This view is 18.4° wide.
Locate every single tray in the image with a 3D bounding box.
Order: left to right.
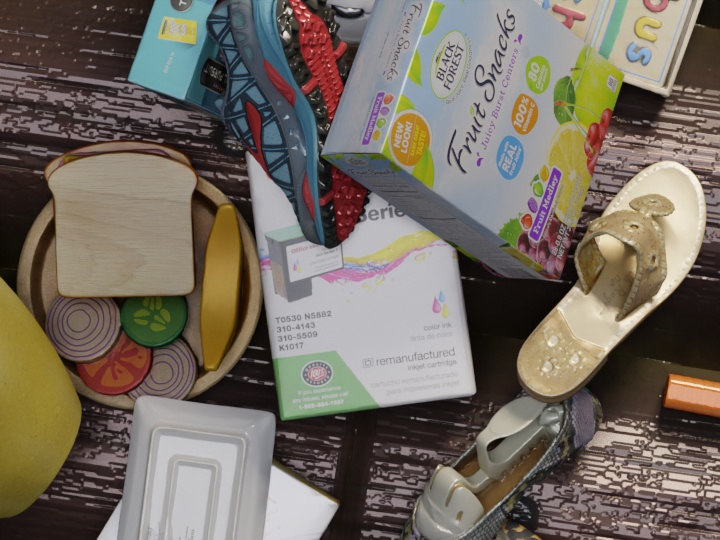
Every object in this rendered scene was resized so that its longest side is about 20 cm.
[{"bbox_3d":[-0.126,0.197,1.621,0.107,0.022,0.200,7,89,4],"label":"tray"}]

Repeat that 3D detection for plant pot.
[{"bbox_3d":[-0.286,0.099,1.599,0.142,0.200,0.200,35,91,-24],"label":"plant pot"}]

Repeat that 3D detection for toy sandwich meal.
[{"bbox_3d":[-0.164,0.004,1.637,0.205,0.070,0.206,0,90,2],"label":"toy sandwich meal"}]

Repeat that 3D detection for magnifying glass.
[{"bbox_3d":[0.325,0.107,1.647,0.200,0.022,0.080,11,91,0],"label":"magnifying glass"}]

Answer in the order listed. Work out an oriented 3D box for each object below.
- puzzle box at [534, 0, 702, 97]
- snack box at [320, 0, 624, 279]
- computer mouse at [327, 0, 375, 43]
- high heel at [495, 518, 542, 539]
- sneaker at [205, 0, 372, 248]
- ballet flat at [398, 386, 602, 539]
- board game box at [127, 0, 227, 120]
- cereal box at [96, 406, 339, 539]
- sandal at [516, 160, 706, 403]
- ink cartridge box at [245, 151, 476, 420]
[{"bbox_3d":[0.197,-0.241,1.630,0.133,0.025,0.200,18,100,3],"label":"puzzle box"},{"bbox_3d":[0.082,-0.109,1.554,0.200,0.068,0.169,31,70,-38],"label":"snack box"},{"bbox_3d":[0.000,-0.193,1.593,0.200,0.110,0.044,-16,46,-28],"label":"computer mouse"},{"bbox_3d":[0.202,0.232,1.643,0.142,0.071,0.200,-36,75,-21],"label":"high heel"},{"bbox_3d":[-0.051,-0.110,1.539,0.095,0.079,0.200,6,122,34],"label":"sneaker"},{"bbox_3d":[0.089,0.149,1.628,0.200,0.072,0.072,-44,89,0],"label":"ballet flat"},{"bbox_3d":[-0.095,-0.214,1.592,0.047,0.151,0.200,20,91,11],"label":"board game box"},{"bbox_3d":[-0.125,0.220,1.652,0.144,0.040,0.200,30,91,2],"label":"cereal box"},{"bbox_3d":[0.186,0.000,1.597,0.078,0.070,0.212,34,76,13],"label":"sandal"},{"bbox_3d":[0.000,0.000,1.624,0.144,0.084,0.200,-8,89,1],"label":"ink cartridge box"}]
